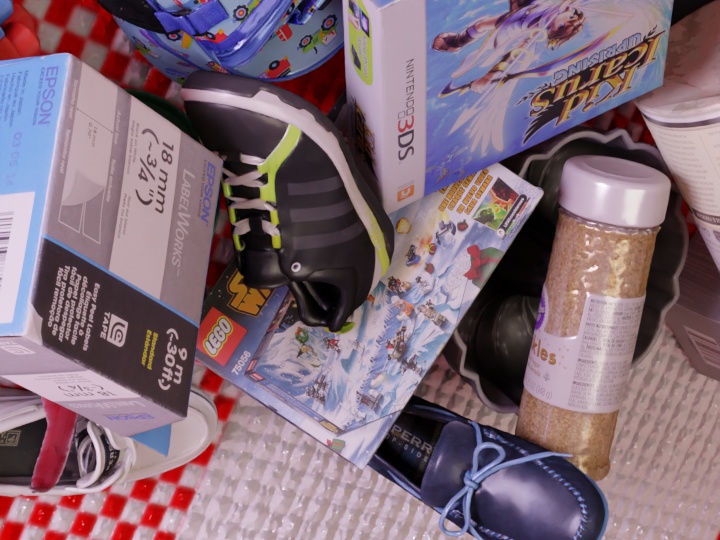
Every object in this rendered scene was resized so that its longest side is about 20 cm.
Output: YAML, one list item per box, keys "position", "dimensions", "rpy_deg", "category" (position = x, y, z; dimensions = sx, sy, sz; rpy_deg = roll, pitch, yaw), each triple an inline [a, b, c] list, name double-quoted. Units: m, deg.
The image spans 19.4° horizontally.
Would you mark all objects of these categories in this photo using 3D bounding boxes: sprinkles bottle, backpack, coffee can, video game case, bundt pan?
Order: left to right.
- position: [-0.060, -0.185, 1.136]
  dimensions: [0.183, 0.134, 0.200]
  rpy_deg: [-48, 131, -11]
  category: "backpack"
- position: [0.086, -0.136, 1.179]
  dimensions: [0.199, 0.046, 0.182]
  rpy_deg: [-26, 149, -15]
  category: "video game case"
- position: [0.118, -0.007, 1.382]
  dimensions: [0.201, 0.076, 0.203]
  rpy_deg: [-15, 117, -31]
  category: "bundt pan"
- position: [0.143, 0.031, 1.322]
  dimensions: [0.068, 0.068, 0.201]
  rpy_deg: [-3, 110, -36]
  category: "sprinkles bottle"
- position: [0.278, -0.064, 1.350]
  dimensions: [0.146, 0.146, 0.200]
  rpy_deg: [-40, 117, -17]
  category: "coffee can"

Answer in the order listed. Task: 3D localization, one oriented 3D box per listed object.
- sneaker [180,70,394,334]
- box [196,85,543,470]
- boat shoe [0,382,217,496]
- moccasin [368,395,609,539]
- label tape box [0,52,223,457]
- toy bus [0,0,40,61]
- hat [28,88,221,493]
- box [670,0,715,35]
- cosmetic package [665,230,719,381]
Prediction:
- position: [-0.040, -0.030, 1.160]
  dimensions: [0.200, 0.071, 0.083]
  rpy_deg: [49, 59, -45]
  category: "sneaker"
- position: [0.000, 0.000, 1.268]
  dimensions: [0.137, 0.040, 0.200]
  rpy_deg: [34, 87, 3]
  category: "box"
- position: [-0.161, 0.099, 1.223]
  dimensions: [0.199, 0.066, 0.072]
  rpy_deg: [6, 106, -39]
  category: "boat shoe"
- position: [0.058, 0.129, 1.309]
  dimensions: [0.068, 0.199, 0.081]
  rpy_deg: [20, 88, -54]
  category: "moccasin"
- position: [-0.120, -0.002, 1.059]
  dimensions: [0.200, 0.063, 0.145]
  rpy_deg: [35, 56, -53]
  category: "label tape box"
- position: [-0.222, -0.059, 1.072]
  dimensions: [0.192, 0.135, 0.200]
  rpy_deg: [-46, 123, -29]
  category: "toy bus"
- position: [-0.112, 0.019, 1.150]
  dimensions: [0.165, 0.176, 0.201]
  rpy_deg: [27, 93, -42]
  category: "hat"
- position: [0.188, -0.228, 1.358]
  dimensions: [0.200, 0.046, 0.159]
  rpy_deg: [-41, 131, -16]
  category: "box"
- position: [0.315, -0.015, 1.523]
  dimensions: [0.200, 0.090, 0.107]
  rpy_deg: [-48, 128, -14]
  category: "cosmetic package"
